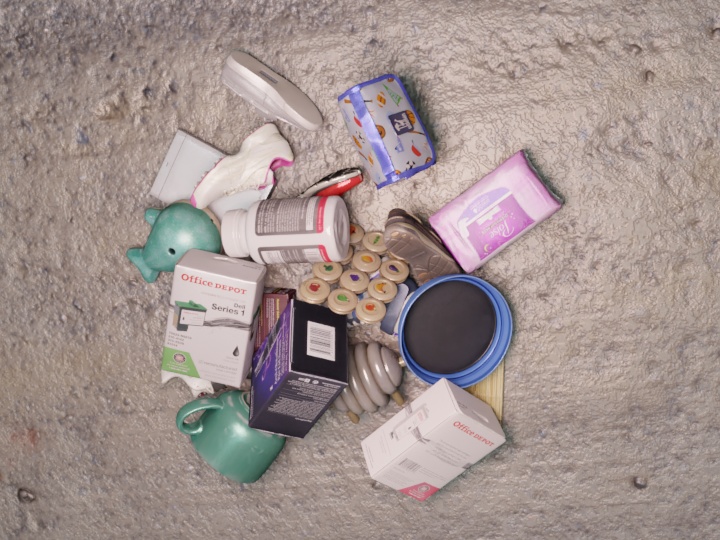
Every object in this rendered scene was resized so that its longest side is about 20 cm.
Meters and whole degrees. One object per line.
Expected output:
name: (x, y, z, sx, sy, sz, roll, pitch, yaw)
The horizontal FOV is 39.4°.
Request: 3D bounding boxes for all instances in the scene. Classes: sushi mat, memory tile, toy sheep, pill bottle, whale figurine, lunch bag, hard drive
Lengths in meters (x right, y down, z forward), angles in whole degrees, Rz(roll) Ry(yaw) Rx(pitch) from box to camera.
sushi mat: (0.205, 0.181, 1.767, 0.096, 0.012, 0.200, 2, 99, 10)
memory tile: (0.000, 0.000, 1.697, 0.153, 0.200, 0.017, 20, 138, 11)
toy sheep: (0.008, 0.188, 1.751, 0.200, 0.138, 0.138, -26, 93, 8)
pill bottle: (-0.126, -0.066, 1.683, 0.200, 0.111, 0.111, -2, 98, 15)
whale figurine: (-0.338, -0.039, 1.786, 0.200, 0.104, 0.159, -27, 105, 27)
lunch bag: (0.043, -0.225, 1.640, 0.124, 0.200, 0.170, -25, 93, 14)
hard drive: (-0.264, -0.148, 1.801, 0.200, 0.027, 0.132, 29, 103, 5)

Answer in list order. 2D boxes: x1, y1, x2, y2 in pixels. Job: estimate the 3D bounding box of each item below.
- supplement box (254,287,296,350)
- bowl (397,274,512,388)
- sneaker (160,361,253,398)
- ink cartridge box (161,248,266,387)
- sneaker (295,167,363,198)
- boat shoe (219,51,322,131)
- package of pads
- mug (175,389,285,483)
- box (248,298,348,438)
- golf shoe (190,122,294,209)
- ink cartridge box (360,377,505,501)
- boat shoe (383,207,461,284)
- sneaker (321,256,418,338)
supplement box: (-0.219, 0.084, 1.810, 0.200, 0.061, 0.109, 4, 101, 11)
bowl: (0.157, 0.100, 1.699, 0.201, 0.039, 0.201, -4, 105, -14)
sneaker: (-0.264, 0.193, 1.815, 0.200, 0.074, 0.089, 7, 72, 11)
ink cartridge box: (-0.250, 0.080, 1.712, 0.146, 0.084, 0.200, 12, 110, 3)
sneaker: (-0.067, -0.109, 1.751, 0.200, 0.077, 0.085, -32, 97, 24)
boat shoe: (-0.158, -0.295, 1.740, 0.200, 0.072, 0.069, 34, 125, -2)
package of pads: (0.227, -0.098, 1.687, 0.200, 0.076, 0.121, -37, 88, 14)
mug: (-0.216, 0.284, 1.779, 0.152, 0.185, 0.114, 44, 103, 26)
box: (-0.106, 0.168, 1.687, 0.104, 0.148, 0.200, 15, 137, -20)
golf shoe: (-0.202, -0.165, 1.734, 0.200, 0.075, 0.092, -42, 86, -4)
ink cartridge box: (0.125, 0.292, 1.721, 0.200, 0.083, 0.147, -41, 131, 19)
boat shoe: (0.110, -0.040, 1.687, 0.074, 0.200, 0.073, -19, 50, 26)
sneaker: (0.020, 0.087, 1.752, 0.200, 0.081, 0.146, -40, 84, 8)
